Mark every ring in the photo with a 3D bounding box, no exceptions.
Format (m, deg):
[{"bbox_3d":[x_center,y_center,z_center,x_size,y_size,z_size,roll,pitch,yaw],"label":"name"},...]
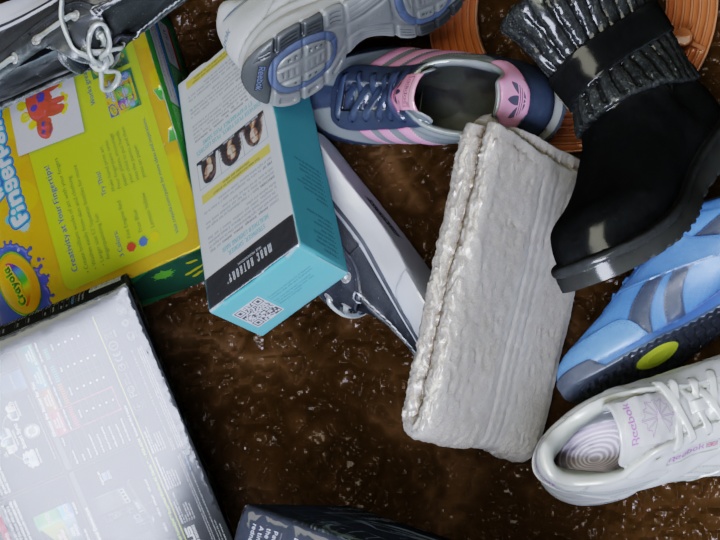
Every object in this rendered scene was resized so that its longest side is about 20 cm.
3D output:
[{"bbox_3d":[0.140,-0.180,0.940,0.198,0.019,0.203,-3,82,17],"label":"ring"}]

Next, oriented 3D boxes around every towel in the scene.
[{"bbox_3d":[0.087,0.014,0.865,0.034,0.132,0.203,10,85,41],"label":"towel"}]

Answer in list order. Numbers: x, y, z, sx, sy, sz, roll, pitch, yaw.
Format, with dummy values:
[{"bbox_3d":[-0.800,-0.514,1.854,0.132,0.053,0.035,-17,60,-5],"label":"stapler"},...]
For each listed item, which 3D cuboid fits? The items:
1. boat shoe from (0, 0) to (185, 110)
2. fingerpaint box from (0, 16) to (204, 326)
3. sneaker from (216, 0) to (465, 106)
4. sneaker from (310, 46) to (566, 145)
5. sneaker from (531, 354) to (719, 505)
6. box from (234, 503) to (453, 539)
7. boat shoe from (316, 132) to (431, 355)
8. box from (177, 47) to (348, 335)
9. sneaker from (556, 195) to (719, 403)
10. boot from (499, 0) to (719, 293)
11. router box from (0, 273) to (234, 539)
[{"bbox_3d":[-0.185,-0.160,0.932,0.197,0.074,0.069,-17,70,14],"label":"boat shoe"},{"bbox_3d":[-0.193,-0.071,0.997,0.165,0.073,0.202,-23,73,12],"label":"fingerpaint box"},{"bbox_3d":[-0.007,-0.188,0.916,0.198,0.075,0.087,-28,52,-19],"label":"sneaker"},{"bbox_3d":[0.031,-0.118,0.919,0.198,0.082,0.071,2,91,30],"label":"sneaker"},{"bbox_3d":[0.197,0.096,0.837,0.198,0.100,0.076,-23,73,11],"label":"sneaker"},{"bbox_3d":[0.034,0.222,0.814,0.194,0.200,0.126,16,86,18],"label":"box"},{"bbox_3d":[0.000,0.000,0.927,0.068,0.072,0.201,-40,67,11],"label":"boat shoe"},{"bbox_3d":[-0.068,-0.065,0.922,0.082,0.049,0.202,-35,49,27],"label":"box"},{"bbox_3d":[0.199,0.006,0.873,0.199,0.066,0.079,-36,62,8],"label":"sneaker"},{"bbox_3d":[0.137,-0.096,0.825,0.079,0.211,0.159,-26,104,42],"label":"boot"},{"bbox_3d":[-0.184,0.123,0.913,0.148,0.062,0.202,-22,100,-6],"label":"router box"}]
